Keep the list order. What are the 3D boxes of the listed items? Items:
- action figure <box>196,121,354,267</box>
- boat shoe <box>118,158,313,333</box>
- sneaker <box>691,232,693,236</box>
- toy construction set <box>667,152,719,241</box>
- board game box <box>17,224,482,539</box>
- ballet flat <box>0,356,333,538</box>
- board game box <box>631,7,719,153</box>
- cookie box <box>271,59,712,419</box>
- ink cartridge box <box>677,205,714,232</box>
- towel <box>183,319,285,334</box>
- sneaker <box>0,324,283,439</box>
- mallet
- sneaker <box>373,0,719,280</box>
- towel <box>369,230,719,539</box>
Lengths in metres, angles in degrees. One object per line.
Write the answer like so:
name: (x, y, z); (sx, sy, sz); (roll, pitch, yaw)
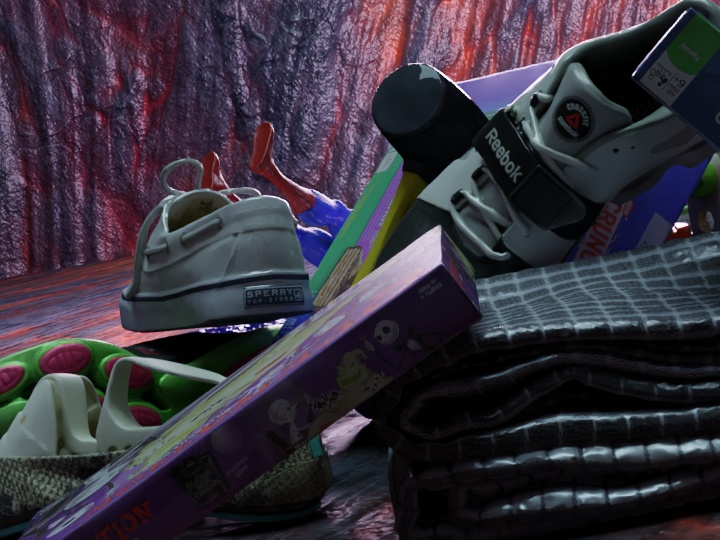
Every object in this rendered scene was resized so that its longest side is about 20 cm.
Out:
action figure: (-0.002, -0.010, 1.228); (0.065, 0.200, 0.052); (-29, 37, 28)
boat shoe: (-0.080, -0.014, 1.136); (0.075, 0.086, 0.202); (-4, -3, -18)
sneaker: (0.244, -0.002, 1.144); (0.082, 0.070, 0.200); (-8, 7, -27)
toy construction set: (0.157, -0.019, 1.113); (0.092, 0.131, 0.200); (-10, 11, -26)
board game box: (-0.044, 0.057, 0.803); (0.200, 0.032, 0.120); (-36, 9, 5)
ballet flat: (-0.102, 0.075, 0.962); (0.200, 0.075, 0.068); (-9, 6, 32)
board game box: (0.189, -0.023, 0.830); (0.034, 0.200, 0.135); (-50, -3, 10)
cookie box: (0.062, -0.012, 1.081); (0.171, 0.075, 0.200); (-59, 21, -15)
ink cartridge box: (0.195, -0.010, 1.374); (0.104, 0.059, 0.200); (-11, -3, 4)
towel: (-0.117, 0.061, 1.277); (0.200, 0.050, 0.148); (-14, -1, -27)
sneaker: (-0.113, 0.071, 1.144); (0.200, 0.077, 0.084); (-2, -8, -35)
mallet: (0.000, 0.000, 0.990); (0.041, 0.200, 0.066); (16, -21, 35)
sneaker: (0.079, -0.049, 0.940); (0.200, 0.074, 0.089); (-41, -22, -5)
towel: (0.104, 0.039, 0.851); (0.200, 0.086, 0.166); (-11, 5, 2)
